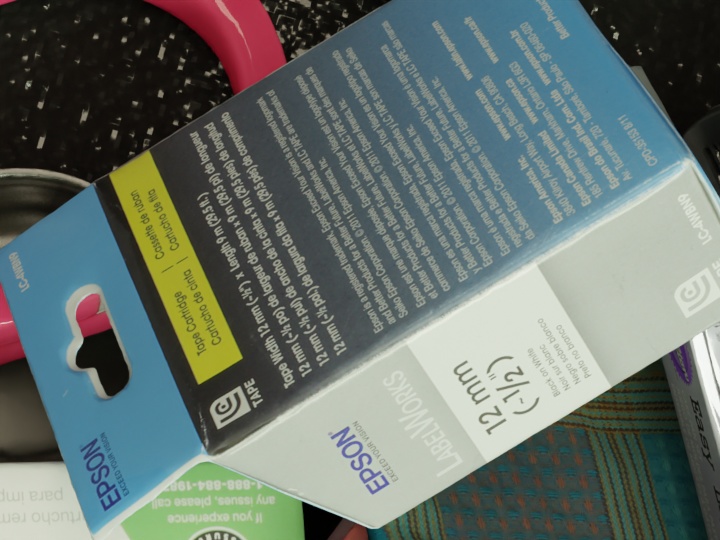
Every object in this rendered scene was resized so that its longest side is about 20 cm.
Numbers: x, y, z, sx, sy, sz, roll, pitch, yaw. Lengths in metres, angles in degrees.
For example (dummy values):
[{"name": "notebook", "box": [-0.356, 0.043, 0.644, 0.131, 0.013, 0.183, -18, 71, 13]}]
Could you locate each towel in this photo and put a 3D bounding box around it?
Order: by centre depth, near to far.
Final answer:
[{"name": "towel", "box": [0.057, 0.026, 0.970, 0.147, 0.022, 0.200, 3, 58, -25]}]

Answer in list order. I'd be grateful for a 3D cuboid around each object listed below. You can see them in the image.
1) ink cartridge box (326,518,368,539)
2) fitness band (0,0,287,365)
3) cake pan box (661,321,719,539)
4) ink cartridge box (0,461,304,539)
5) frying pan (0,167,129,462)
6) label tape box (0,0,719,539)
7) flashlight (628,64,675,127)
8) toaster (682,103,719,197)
[{"name": "ink cartridge box", "box": [0.074, 0.144, 0.972, 0.200, 0.067, 0.116, 40, 60, 0]}, {"name": "fitness band", "box": [-0.118, -0.045, 0.983, 0.200, 0.037, 0.144, -20, 69, -19]}, {"name": "cake pan box", "box": [0.198, 0.063, 0.918, 0.184, 0.052, 0.200, -20, 101, -12]}, {"name": "ink cartridge box", "box": [-0.089, 0.161, 0.887, 0.146, 0.084, 0.200, 0, 78, -25]}, {"name": "frying pan", "box": [-0.083, 0.005, 1.002, 0.190, 0.031, 0.115, -30, 84, -16]}, {"name": "label tape box", "box": [0.000, 0.000, 0.889, 0.200, 0.143, 0.066, -33, 129, 4]}, {"name": "flashlight", "box": [0.043, -0.106, 1.002, 0.068, 0.068, 0.200, -37, 76, 14]}, {"name": "toaster", "box": [0.206, 0.007, 1.001, 0.129, 0.114, 0.200, -25, 92, -12]}]
